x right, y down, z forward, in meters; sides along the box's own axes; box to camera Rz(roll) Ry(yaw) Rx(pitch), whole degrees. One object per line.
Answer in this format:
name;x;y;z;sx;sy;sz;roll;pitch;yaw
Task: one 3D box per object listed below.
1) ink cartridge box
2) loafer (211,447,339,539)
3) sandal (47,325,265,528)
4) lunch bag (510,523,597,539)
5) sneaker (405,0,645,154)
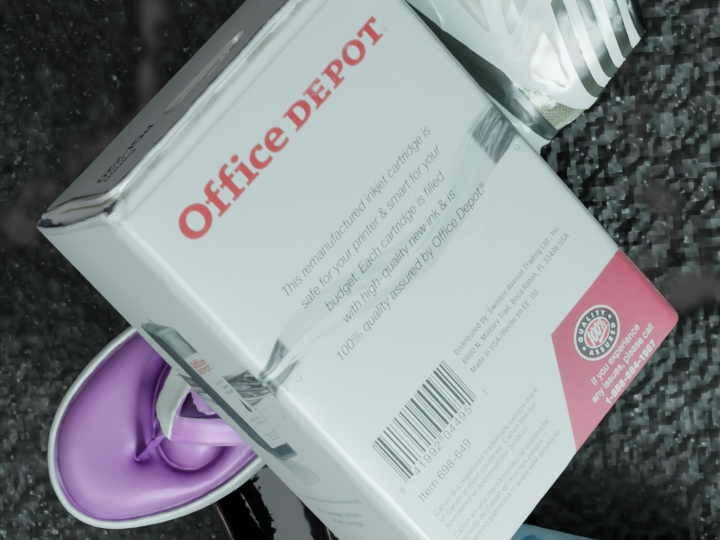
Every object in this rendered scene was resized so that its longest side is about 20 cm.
ink cartridge box;0.000;0.000;0.846;0.200;0.146;0.085;48;158;-17
loafer;-0.037;0.085;0.968;0.072;0.063;0.201;-20;97;21
sandal;-0.042;0.037;0.925;0.202;0.050;0.083;-29;83;-4
lunch bag;0.078;0.211;0.930;0.169;0.128;0.201;11;119;15
sneaker;0.032;-0.146;0.889;0.200;0.076;0.115;43;104;-5
